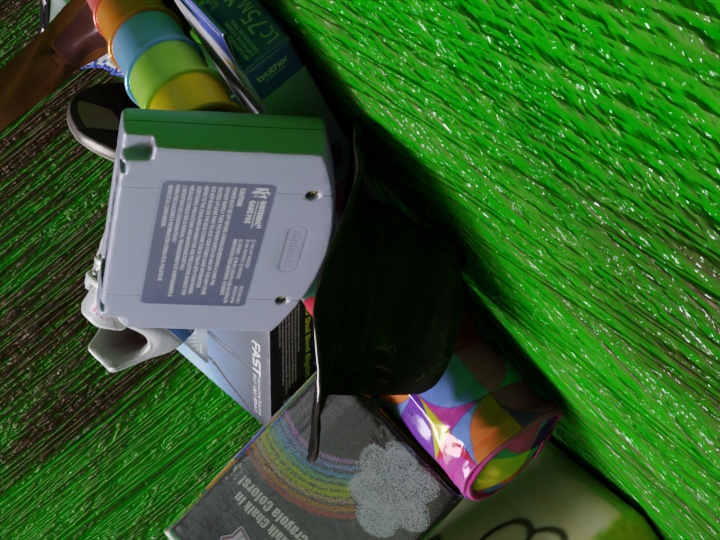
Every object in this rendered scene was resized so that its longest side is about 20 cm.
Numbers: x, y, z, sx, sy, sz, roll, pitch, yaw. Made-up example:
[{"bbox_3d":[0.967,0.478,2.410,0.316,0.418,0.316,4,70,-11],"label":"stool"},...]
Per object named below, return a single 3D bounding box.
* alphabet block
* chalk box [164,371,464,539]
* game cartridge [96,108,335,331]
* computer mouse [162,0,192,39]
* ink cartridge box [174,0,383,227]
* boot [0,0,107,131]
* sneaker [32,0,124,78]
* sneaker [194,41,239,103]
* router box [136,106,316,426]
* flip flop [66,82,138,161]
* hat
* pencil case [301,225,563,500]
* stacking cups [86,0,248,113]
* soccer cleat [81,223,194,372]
[{"bbox_3d":[0.126,0.255,1.296,0.197,0.195,0.200,51,177,-18],"label":"alphabet block"},{"bbox_3d":[-0.039,0.163,1.263,0.124,0.200,0.124,45,-172,1],"label":"chalk box"},{"bbox_3d":[-0.084,-0.027,1.146,0.201,0.132,0.042,110,154,-56],"label":"game cartridge"},{"bbox_3d":[-0.126,-0.146,1.331,0.058,0.034,0.201,14,129,61],"label":"computer mouse"},{"bbox_3d":[-0.059,-0.119,1.152,0.119,0.042,0.200,51,178,37],"label":"ink cartridge box"},{"bbox_3d":[-0.224,-0.161,1.433,0.069,0.200,0.188,54,175,-25],"label":"boot"},{"bbox_3d":[-0.214,-0.192,1.636,0.200,0.115,0.081,53,176,-18],"label":"sneaker"},{"bbox_3d":[-0.093,-0.117,1.422,0.200,0.075,0.088,45,159,19],"label":"sneaker"},{"bbox_3d":[-0.087,-0.008,1.324,0.150,0.062,0.201,37,144,32],"label":"router box"},{"bbox_3d":[-0.141,-0.091,1.502,0.199,0.058,0.082,9,-132,-41],"label":"flip flop"},{"bbox_3d":[0.018,0.019,1.101,0.080,0.203,0.201,10,172,2],"label":"hat"},{"bbox_3d":[0.041,0.047,1.217,0.200,0.088,0.088,52,176,23],"label":"pencil case"},{"bbox_3d":[-0.123,-0.135,1.198,0.061,0.060,0.201,56,-177,-46],"label":"stacking cups"},{"bbox_3d":[-0.140,-0.007,1.253,0.070,0.086,0.201,42,146,27],"label":"soccer cleat"}]
